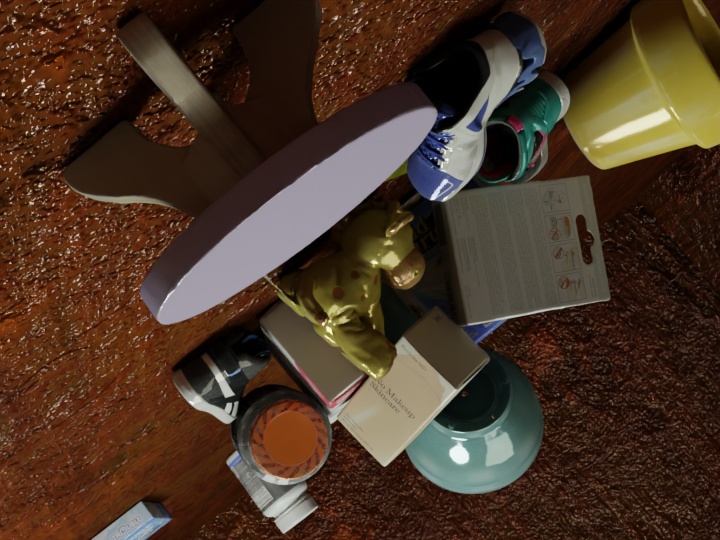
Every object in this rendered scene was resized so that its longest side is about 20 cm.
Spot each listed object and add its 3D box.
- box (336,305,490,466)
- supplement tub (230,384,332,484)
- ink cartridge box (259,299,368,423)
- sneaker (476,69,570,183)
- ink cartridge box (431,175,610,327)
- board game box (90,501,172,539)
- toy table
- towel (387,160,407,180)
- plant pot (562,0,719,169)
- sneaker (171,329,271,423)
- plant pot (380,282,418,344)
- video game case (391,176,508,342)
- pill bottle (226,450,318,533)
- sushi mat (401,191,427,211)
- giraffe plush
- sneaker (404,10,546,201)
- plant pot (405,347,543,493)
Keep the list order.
[{"bbox_3d":[0.061,0.144,1.187,0.078,0.095,0.200,-36,165,-43],"label":"box"},{"bbox_3d":[-0.106,0.216,1.292,0.122,0.123,0.200,-37,-176,-11],"label":"supplement tub"},{"bbox_3d":[-0.055,0.114,1.293,0.085,0.146,0.200,-40,169,-10],"label":"ink cartridge box"},{"bbox_3d":[0.178,-0.142,1.177,0.121,0.084,0.200,-40,162,-21],"label":"sneaker"},{"bbox_3d":[0.195,-0.026,1.184,0.200,0.163,0.050,-9,177,-20],"label":"ink cartridge box"},{"bbox_3d":[-0.467,0.520,1.857,0.200,0.043,0.199,-37,168,-9],"label":"board game box"},{"bbox_3d":[-0.069,-0.073,0.575,0.200,0.117,0.184,-36,169,-9],"label":"toy table"},{"bbox_3d":[0.061,-0.129,1.036,0.200,0.018,0.086,-26,164,-49],"label":"towel"},{"bbox_3d":[0.355,-0.225,1.202,0.189,0.201,0.201,-27,177,31],"label":"plant pot"},{"bbox_3d":[-0.154,0.131,1.231,0.112,0.073,0.200,-37,168,-1],"label":"sneaker"},{"bbox_3d":[0.073,0.038,1.327,0.200,0.161,0.201,-36,178,-2],"label":"plant pot"},{"bbox_3d":[0.135,-0.015,1.234,0.200,0.181,0.045,-35,168,-23],"label":"video game case"},{"bbox_3d":[-0.187,0.456,2.094,0.114,0.200,0.114,-37,169,-8],"label":"pill bottle"},{"bbox_3d":[0.051,-0.070,1.252,0.200,0.012,0.096,-39,168,-1],"label":"sushi mat"},{"bbox_3d":[0.000,0.000,1.094,0.162,0.173,0.200,-48,135,-7],"label":"giraffe plush"},{"bbox_3d":[0.075,-0.145,0.889,0.115,0.081,0.200,-24,155,-41],"label":"sneaker"},{"bbox_3d":[0.145,0.184,1.311,0.200,0.200,0.134,-37,152,-10],"label":"plant pot"}]
